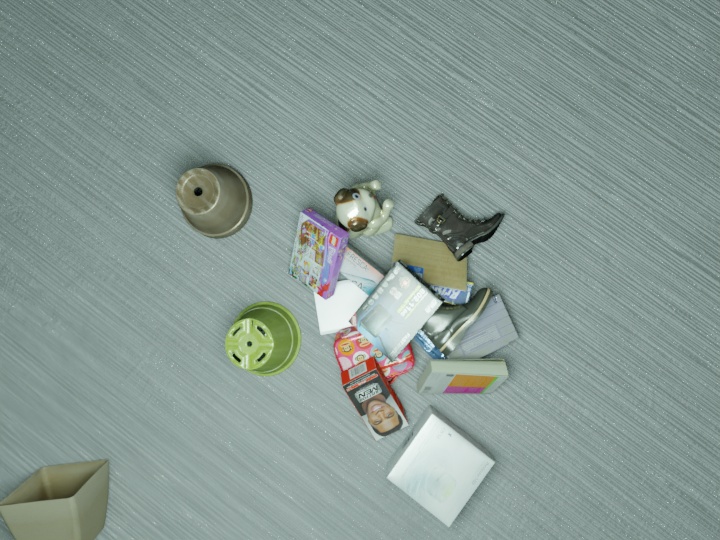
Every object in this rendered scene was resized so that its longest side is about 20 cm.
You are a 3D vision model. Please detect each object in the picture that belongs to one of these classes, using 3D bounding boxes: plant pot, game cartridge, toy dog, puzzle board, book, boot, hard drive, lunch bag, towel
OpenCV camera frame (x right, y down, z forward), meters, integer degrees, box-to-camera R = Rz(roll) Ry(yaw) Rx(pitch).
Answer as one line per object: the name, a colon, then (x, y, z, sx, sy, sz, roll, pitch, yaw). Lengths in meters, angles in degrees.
plant pot: (-0.775, 0.631, 1.532, 0.196, 0.200, 0.180, -7, 98, 3)
game cartridge: (0.296, 0.160, 1.521, 0.197, 0.038, 0.131, -23, 87, -9)
plant pot: (-0.264, 0.181, 1.514, 0.196, 0.190, 0.204, 0, 87, 3)
toy dog: (-0.011, -0.156, 1.506, 0.191, 0.200, 0.142, -21, 86, 2)
puzzle board: (0.179, -0.020, 1.534, 0.196, 0.018, 0.152, 10, 50, 0)
book: (0.254, 0.274, 1.487, 0.196, 0.134, 0.049, 3, 53, -12)
boot: (0.263, -0.138, 1.555, 0.199, 0.069, 0.175, -36, 73, -14)
hard drive: (-0.020, 0.090, 1.583, 0.196, 0.025, 0.134, -10, 87, 3)
boot: (0.226, 0.093, 1.477, 0.138, 0.078, 0.201, 39, 78, 7)
plant pot: (-0.399, -0.191, 1.547, 0.196, 0.174, 0.204, 0, 89, 4)
lunch bag: (0.039, 0.222, 1.542, 0.197, 0.082, 0.179, -19, 103, 4)
towel: (0.220, 0.184, 1.553, 0.112, 0.049, 0.200, -44, 85, 0)

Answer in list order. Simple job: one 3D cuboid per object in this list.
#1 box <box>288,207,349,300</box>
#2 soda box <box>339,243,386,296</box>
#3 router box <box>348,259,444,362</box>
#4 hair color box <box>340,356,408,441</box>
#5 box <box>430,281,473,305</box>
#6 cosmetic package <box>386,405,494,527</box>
box: (-0.110, -0.041, 1.516, 0.136, 0.039, 0.202, 34, 129, 22)
soda box: (0.000, 0.000, 1.537, 0.199, 0.063, 0.069, 39, 101, 22)
router box: (0.087, 0.098, 1.437, 0.149, 0.062, 0.201, 40, 100, 7)
hair color box: (0.037, 0.329, 1.507, 0.100, 0.061, 0.202, -27, 115, 6)
box: (0.192, 0.041, 1.553, 0.197, 0.064, 0.071, 15, 88, 5)
cosmetic package: (0.201, 0.494, 1.505, 0.199, 0.123, 0.201, 36, 90, 3)
